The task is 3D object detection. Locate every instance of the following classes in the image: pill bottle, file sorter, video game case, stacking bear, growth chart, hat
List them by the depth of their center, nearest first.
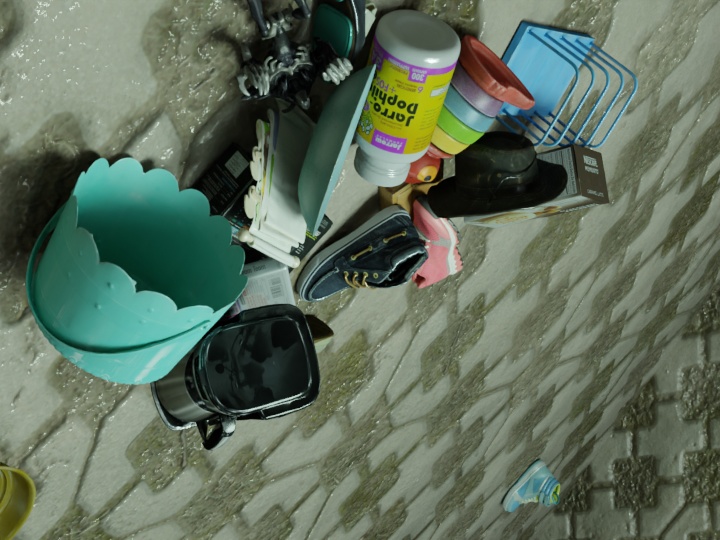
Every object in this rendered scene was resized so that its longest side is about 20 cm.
[{"bbox_3d":[-0.088,-0.105,1.089,0.145,0.017,0.204,43,50,-57],"label":"growth chart"},{"bbox_3d":[0.048,-0.204,1.175,0.103,0.104,0.202,-22,143,-36],"label":"pill bottle"},{"bbox_3d":[-0.170,0.051,1.193,0.179,0.024,0.201,-15,158,-5],"label":"video game case"},{"bbox_3d":[0.110,-0.196,1.268,0.200,0.115,0.120,-46,150,25],"label":"stacking bear"},{"bbox_3d":[0.180,-0.143,1.315,0.199,0.199,0.082,-30,120,-26],"label":"hat"},{"bbox_3d":[0.295,-0.262,1.412,0.198,0.123,0.140,-7,133,-48],"label":"file sorter"}]

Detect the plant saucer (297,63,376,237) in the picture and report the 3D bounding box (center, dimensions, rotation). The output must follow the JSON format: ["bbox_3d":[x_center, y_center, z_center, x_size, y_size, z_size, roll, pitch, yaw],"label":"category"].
[{"bbox_3d":[-0.034,-0.139,1.073,0.201,0.038,0.205,-160,-91,-89],"label":"plant saucer"}]

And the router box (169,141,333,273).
[{"bbox_3d":[-0.138,-0.049,1.171,0.150,0.062,0.200,-48,152,5],"label":"router box"}]

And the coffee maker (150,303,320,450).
[{"bbox_3d":[-0.129,0.103,1.110,0.191,0.136,0.199,-38,-170,-31],"label":"coffee maker"}]

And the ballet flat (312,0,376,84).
[{"bbox_3d":[-0.010,-0.290,1.027,0.072,0.073,0.202,-29,145,-26],"label":"ballet flat"}]

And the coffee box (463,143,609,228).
[{"bbox_3d":[0.264,-0.125,1.476,0.197,0.081,0.114,-12,172,35],"label":"coffee box"}]

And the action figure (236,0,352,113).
[{"bbox_3d":[-0.075,-0.220,0.976,0.117,0.103,0.202,-19,141,-3],"label":"action figure"}]

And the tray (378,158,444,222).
[{"bbox_3d":[0.077,-0.082,1.444,0.098,0.037,0.201,-34,150,-19],"label":"tray"}]

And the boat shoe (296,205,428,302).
[{"bbox_3d":[0.000,0.000,1.359,0.199,0.092,0.071,-38,146,12],"label":"boat shoe"}]

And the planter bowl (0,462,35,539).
[{"bbox_3d":[-0.481,0.268,1.099,0.199,0.083,0.202,-33,149,-23],"label":"planter bowl"}]

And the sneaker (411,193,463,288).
[{"bbox_3d":[0.099,-0.032,1.425,0.086,0.074,0.201,-37,149,-8],"label":"sneaker"}]

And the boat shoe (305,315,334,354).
[{"bbox_3d":[-0.115,0.116,1.401,0.198,0.074,0.067,-3,126,-52],"label":"boat shoe"}]

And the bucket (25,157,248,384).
[{"bbox_3d":[-0.229,0.004,0.978,0.205,0.208,0.135,-1,138,-52],"label":"bucket"}]

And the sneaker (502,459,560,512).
[{"bbox_3d":[0.528,0.692,2.941,0.079,0.131,0.202,2,127,-55],"label":"sneaker"}]
